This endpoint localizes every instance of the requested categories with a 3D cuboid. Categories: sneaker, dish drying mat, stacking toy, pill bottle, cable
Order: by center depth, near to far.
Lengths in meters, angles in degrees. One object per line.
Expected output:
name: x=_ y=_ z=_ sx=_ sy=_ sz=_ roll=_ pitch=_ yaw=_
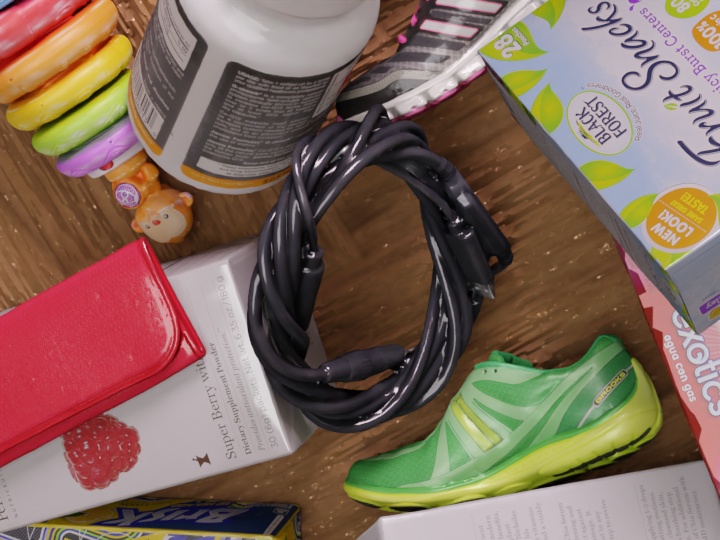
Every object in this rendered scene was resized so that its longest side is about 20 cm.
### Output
pill bottle: x=-0.055 y=-0.135 z=1.043 sx=0.116 sy=0.116 sz=0.200 roll=40 pitch=148 yaw=3
cable: x=0.000 y=0.000 z=1.070 sx=0.163 sy=0.200 sz=0.051 roll=-48 pitch=47 yaw=-7
sneaker: x=0.056 y=-0.157 z=1.085 sx=0.200 sy=0.074 sz=0.088 roll=-37 pitch=91 yaw=12
dish drying mat: x=-0.188 y=0.060 z=1.089 sx=0.200 sy=0.018 sz=0.077 roll=-28 pitch=89 yaw=17
sneaker: x=0.082 y=0.094 z=1.139 sx=0.200 sy=0.074 sz=0.084 roll=-21 pitch=71 yaw=19
stacking toy: x=-0.165 y=-0.097 z=1.144 sx=0.116 sy=0.110 sz=0.200 roll=-28 pitch=106 yaw=20

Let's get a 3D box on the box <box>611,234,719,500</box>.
box: x=0.216 y=0.031 z=1.069 sx=0.095 sy=0.100 sz=0.201 roll=-22 pitch=95 yaw=13

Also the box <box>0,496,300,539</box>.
box: x=-0.139 y=0.184 z=1.204 sx=0.199 sy=0.064 sz=0.070 roll=1 pitch=102 yaw=12

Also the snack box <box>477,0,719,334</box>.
snack box: x=0.182 y=-0.090 z=0.991 sx=0.168 sy=0.200 sz=0.068 roll=-35 pitch=136 yaw=2

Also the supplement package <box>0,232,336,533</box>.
supplement package: x=-0.133 y=0.065 z=1.148 sx=0.199 sy=0.120 sz=0.122 roll=-17 pitch=97 yaw=16

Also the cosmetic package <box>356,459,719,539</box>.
cosmetic package: x=0.108 y=0.177 z=1.082 sx=0.199 sy=0.071 sz=0.102 roll=-8 pitch=75 yaw=-14
